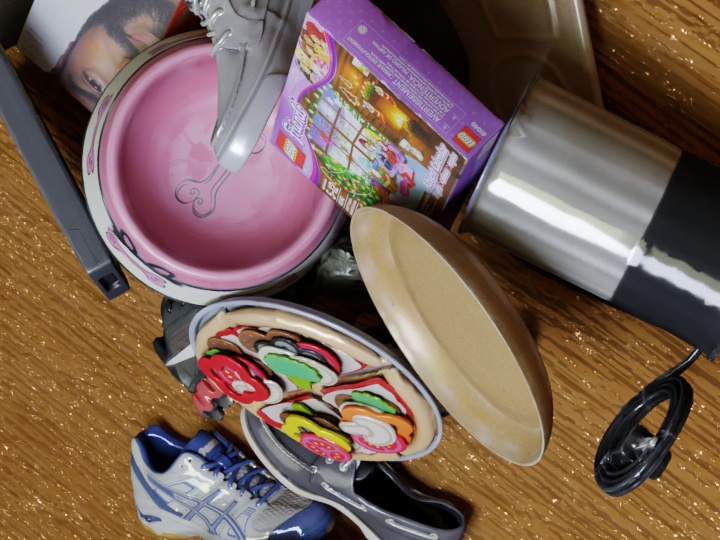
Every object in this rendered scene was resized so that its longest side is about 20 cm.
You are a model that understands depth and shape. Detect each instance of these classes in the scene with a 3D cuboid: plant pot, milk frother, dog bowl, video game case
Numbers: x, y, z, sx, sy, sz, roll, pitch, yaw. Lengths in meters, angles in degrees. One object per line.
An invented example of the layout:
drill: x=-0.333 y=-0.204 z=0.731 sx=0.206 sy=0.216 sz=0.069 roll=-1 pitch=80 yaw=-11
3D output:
plant pot: x=0.064 y=0.037 z=1.531 sx=0.200 sy=0.027 sz=0.200 roll=50 pitch=163 yaw=21
milk frother: x=0.147 y=0.012 z=1.514 sx=0.187 sy=0.201 sz=0.181 roll=26 pitch=143 yaw=5
dog bowl: x=-0.098 y=-0.075 z=1.665 sx=0.201 sy=0.200 sz=0.074 roll=54 pitch=175 yaw=-3
video game case: x=-0.236 y=-0.078 z=1.786 sx=0.201 sy=0.025 sz=0.181 roll=62 pitch=176 yaw=5

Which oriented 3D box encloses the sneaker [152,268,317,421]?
sneaker: x=-0.102 y=0.029 z=1.817 sx=0.098 sy=0.071 sz=0.201 roll=41 pitch=135 yaw=6

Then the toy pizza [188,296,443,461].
toy pizza: x=-0.036 y=0.088 z=1.699 sx=0.199 sy=0.032 sz=0.201 roll=20 pitch=152 yaw=11

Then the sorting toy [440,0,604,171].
sorting toy: x=0.079 y=-0.157 z=1.599 sx=0.184 sy=0.036 sz=0.201 roll=4 pitch=122 yaw=36

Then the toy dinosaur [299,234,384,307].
toy dinosaur: x=0.000 y=0.000 z=1.706 sx=0.048 sy=0.088 sz=0.200 roll=67 pitch=161 yaw=11

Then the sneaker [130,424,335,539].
sneaker: x=-0.112 y=0.176 z=1.913 sx=0.199 sy=0.075 sz=0.089 roll=5 pitch=119 yaw=34

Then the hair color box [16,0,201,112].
hair color box: x=-0.168 y=-0.211 z=1.730 sx=0.111 sy=0.064 sz=0.200 roll=40 pitch=134 yaw=10

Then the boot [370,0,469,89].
boot: x=0.021 y=-0.159 z=1.584 sx=0.075 sy=0.073 sz=0.201 roll=42 pitch=152 yaw=51

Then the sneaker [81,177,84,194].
sneaker: x=-0.144 y=-0.072 z=1.778 sx=0.199 sy=0.087 sz=0.075 roll=-7 pitch=114 yaw=41

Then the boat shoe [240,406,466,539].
boat shoe: x=-0.002 y=0.152 z=1.816 sx=0.200 sy=0.073 sz=0.063 roll=39 pitch=139 yaw=1

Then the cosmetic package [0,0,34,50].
cosmetic package: x=-0.281 y=-0.259 z=1.771 sx=0.107 sy=0.090 sz=0.201 roll=42 pitch=137 yaw=13

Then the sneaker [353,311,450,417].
sneaker: x=0.037 y=0.066 z=1.736 sx=0.199 sy=0.074 sz=0.080 roll=-11 pitch=104 yaw=41

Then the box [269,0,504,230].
box: x=0.012 y=-0.089 z=1.529 sx=0.137 sy=0.039 sz=0.200 roll=43 pitch=159 yaw=8

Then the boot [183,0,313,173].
boot: x=-0.089 y=-0.166 z=1.594 sx=0.095 sy=0.201 sz=0.074 roll=24 pitch=149 yaw=-11
